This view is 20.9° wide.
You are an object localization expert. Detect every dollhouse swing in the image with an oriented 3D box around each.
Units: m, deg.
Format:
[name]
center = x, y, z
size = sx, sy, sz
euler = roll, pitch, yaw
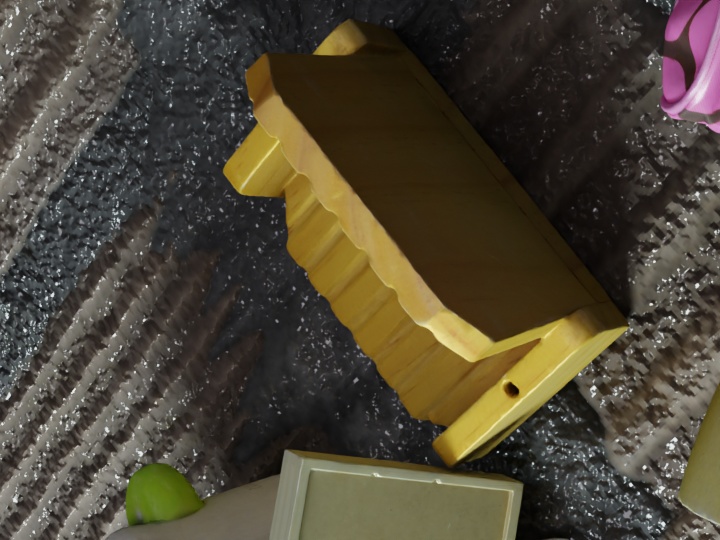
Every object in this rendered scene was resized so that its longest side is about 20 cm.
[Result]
[dollhouse swing]
center = 0.000, 0.000, 0.958
size = 0.200, 0.176, 0.182
euler = 52, 128, 11

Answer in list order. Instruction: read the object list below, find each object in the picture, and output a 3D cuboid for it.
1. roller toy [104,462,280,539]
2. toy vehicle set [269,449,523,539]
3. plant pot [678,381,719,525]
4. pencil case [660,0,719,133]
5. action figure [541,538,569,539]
[roller toy]
center = -0.054, 0.212, 1.071
size = 0.182, 0.139, 0.200
euler = 45, 145, 49
[toy vehicle set]
center = 0.007, 0.196, 0.979
size = 0.027, 0.124, 0.201
euler = -172, 91, -68
[plant pot]
center = 0.240, 0.041, 0.789
size = 0.200, 0.200, 0.142
euler = 12, 95, 35
[pencil case]
center = 0.221, -0.086, 0.768
size = 0.199, 0.091, 0.094
euler = 10, 152, 4
[action figure]
center = 0.091, 0.225, 1.031
size = 0.130, 0.069, 0.200
euler = -34, 79, 49
